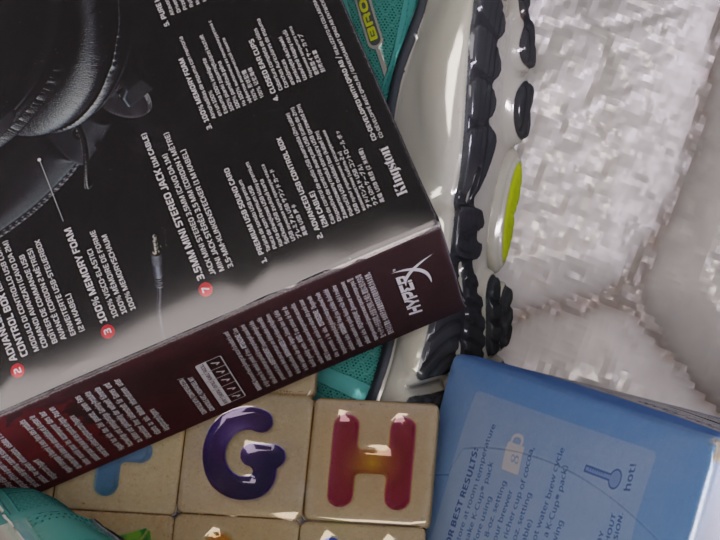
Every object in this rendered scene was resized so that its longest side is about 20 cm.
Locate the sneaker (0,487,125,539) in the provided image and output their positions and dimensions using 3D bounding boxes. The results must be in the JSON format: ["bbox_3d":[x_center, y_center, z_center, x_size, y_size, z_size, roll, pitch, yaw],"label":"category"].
[{"bbox_3d":[-0.026,0.116,0.669,0.080,0.072,0.200,-22,49,-30],"label":"sneaker"}]

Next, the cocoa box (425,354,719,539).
[{"bbox_3d":[0.079,0.138,0.724,0.131,0.133,0.201,16,90,-28],"label":"cocoa box"}]

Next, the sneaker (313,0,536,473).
[{"bbox_3d":[0.000,0.000,0.791,0.079,0.077,0.201,6,85,22],"label":"sneaker"}]

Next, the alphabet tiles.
[{"bbox_3d":[-0.067,0.094,0.723,0.165,0.006,0.201,3,70,9],"label":"alphabet tiles"}]

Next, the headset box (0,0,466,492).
[{"bbox_3d":[-0.093,-0.025,0.723,0.199,0.077,0.149,-24,71,0],"label":"headset box"}]
